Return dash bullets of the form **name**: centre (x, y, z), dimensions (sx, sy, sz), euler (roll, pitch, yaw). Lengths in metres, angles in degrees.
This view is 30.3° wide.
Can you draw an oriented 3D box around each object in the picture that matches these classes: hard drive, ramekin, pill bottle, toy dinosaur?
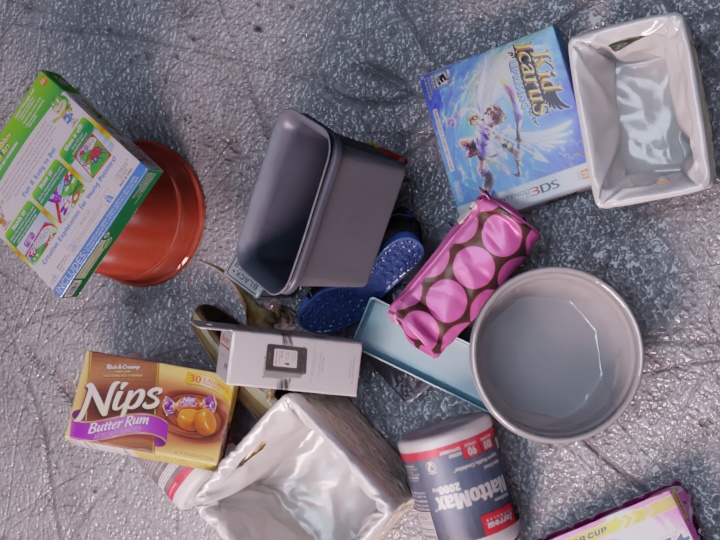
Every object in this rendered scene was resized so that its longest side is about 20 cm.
- **hard drive**: centre (0.088, 0.053, 1.656), dimensions (0.135, 0.042, 0.200), euler (46, 106, 15)
- **ramekin**: centre (0.220, 0.100, 1.544), dimensions (0.198, 0.105, 0.202), euler (0, 84, -2)
- **pill bottle**: centre (-0.260, 0.208, 1.756), dimensions (0.200, 0.111, 0.111), euler (45, 105, 15)
- **toy dinosaur**: centre (-0.129, 0.064, 1.709), dimensions (0.058, 0.101, 0.201), euler (-29, 81, 19)
- **pill bottle**: centre (0.127, 0.283, 1.600), dimensions (0.119, 0.119, 0.202), euler (-17, 91, 20)

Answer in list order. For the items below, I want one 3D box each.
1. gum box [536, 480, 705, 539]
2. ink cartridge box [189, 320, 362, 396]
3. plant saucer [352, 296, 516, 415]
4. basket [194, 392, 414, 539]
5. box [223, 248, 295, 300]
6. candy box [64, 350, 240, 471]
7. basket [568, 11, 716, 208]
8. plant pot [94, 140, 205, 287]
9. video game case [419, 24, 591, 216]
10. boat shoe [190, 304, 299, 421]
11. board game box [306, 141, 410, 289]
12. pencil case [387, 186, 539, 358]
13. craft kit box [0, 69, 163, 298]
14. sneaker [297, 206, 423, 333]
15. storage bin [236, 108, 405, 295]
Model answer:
- **gum box**: centre (0.312, 0.338, 1.558), dimensions (0.199, 0.066, 0.114), euler (-27, 82, 19)
- **ink cartridge box**: centre (-0.108, 0.105, 1.606), dimensions (0.198, 0.116, 0.067), euler (7, 90, -12)
- **plant saucer**: centre (0.090, 0.103, 1.624), dimensions (0.199, 0.019, 0.070), euler (25, 104, 9)
- **basket**: centre (-0.060, 0.278, 1.653), dimensions (0.200, 0.161, 0.198), euler (46, 105, 14)
- **box**: centre (-0.082, -0.063, 1.682), dimensions (0.060, 0.116, 0.201), euler (34, 103, 17)
- **candy box**: centre (-0.261, 0.177, 1.679), dimensions (0.198, 0.057, 0.118), euler (10, 72, 4)
- **basket**: centre (0.327, -0.177, 1.519), dimensions (0.134, 0.123, 0.202), euler (-10, 86, 21)
- **plant pot**: centre (-0.337, -0.077, 1.738), dimensions (0.199, 0.195, 0.203), euler (0, 91, 21)
- **video game case**: centre (0.184, -0.172, 1.616), dimensions (0.180, 0.045, 0.202), euler (-18, 84, 20)
- **boat shoe**: centre (-0.163, 0.136, 1.744), dimensions (0.200, 0.072, 0.076), euler (49, 118, 14)
- **board game box**: centre (-0.013, -0.063, 1.666), dimensions (0.030, 0.095, 0.201), euler (38, 103, 37)
- **pencil case**: centre (0.115, 0.004, 1.565), dimensions (0.201, 0.093, 0.091), euler (-52, 32, 3)
- **craft kit box**: centre (-0.368, -0.105, 1.624), dimensions (0.197, 0.048, 0.200), euler (41, 104, 14)
- **sneaker**: centre (0.000, 0.000, 1.659), dimensions (0.199, 0.078, 0.070), euler (-36, 122, 23)
- **storage bin**: centre (-0.045, -0.074, 1.558), dimensions (0.145, 0.134, 0.201), euler (36, 111, 49)
